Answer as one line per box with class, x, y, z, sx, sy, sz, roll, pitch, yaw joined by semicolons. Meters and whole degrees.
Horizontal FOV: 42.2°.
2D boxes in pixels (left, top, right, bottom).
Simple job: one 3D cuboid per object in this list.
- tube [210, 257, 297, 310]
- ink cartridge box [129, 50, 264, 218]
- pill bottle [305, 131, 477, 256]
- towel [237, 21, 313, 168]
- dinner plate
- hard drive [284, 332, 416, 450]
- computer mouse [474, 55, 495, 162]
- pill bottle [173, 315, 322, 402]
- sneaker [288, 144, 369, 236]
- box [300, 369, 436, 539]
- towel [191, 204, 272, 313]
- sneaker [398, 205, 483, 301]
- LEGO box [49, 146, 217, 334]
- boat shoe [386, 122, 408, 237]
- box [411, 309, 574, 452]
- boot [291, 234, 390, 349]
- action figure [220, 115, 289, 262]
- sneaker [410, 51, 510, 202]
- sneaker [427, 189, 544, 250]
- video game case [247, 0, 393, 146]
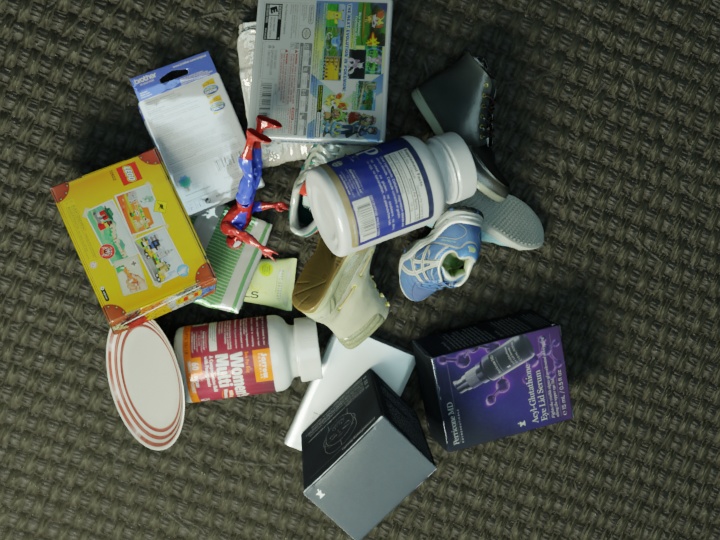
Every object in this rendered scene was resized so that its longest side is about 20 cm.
tube;-0.192;0.010;1.332;0.199;0.052;0.058;7;135;-10
ink cartridge box;-0.224;-0.185;1.277;0.119;0.042;0.201;-24;101;-12
pill bottle;0.042;-0.105;1.195;0.199;0.120;0.120;-21;103;-16
towel;-0.096;-0.249;1.291;0.132;0.034;0.201;-9;102;-2
dinner plate;-0.296;0.151;1.302;0.024;0.200;0.201;-15;107;-44
hard drive;-0.014;0.192;1.393;0.132;0.026;0.201;23;99;-9
computer mouse;0.164;-0.201;1.322;0.058;0.034;0.201;-2;101;-3
pill bottle;-0.157;0.122;1.325;0.199;0.110;0.110;-7;102;-3
sneaker;-0.044;-0.132;1.258;0.070;0.093;0.200;26;111;3
box;0.005;0.249;1.291;0.148;0.200;0.107;-44;101;6
towel;-0.238;-0.037;1.298;0.199;0.023;0.153;21;72;-8
sneaker;0.106;-0.007;1.292;0.075;0.077;0.200;11;146;-16
LEGO box;-0.298;-0.040;1.234;0.149;0.077;0.200;-23;81;-16
boat shoe;0.034;-0.142;1.312;0.067;0.057;0.201;-22;103;0
box;0.190;0.157;1.351;0.199;0.104;0.149;-15;103;-10
boot;0.000;0.000;1.306;0.200;0.072;0.155;-59;142;-12
action figure;-0.127;-0.095;1.235;0.099;0.065;0.200;26;129;1
sneaker;0.163;-0.196;1.268;0.106;0.075;0.200;-37;82;19
sneaker;0.171;-0.073;1.340;0.199;0.082;0.074;19;70;-26
video game case;-0.052;-0.266;1.234;0.182;0.022;0.201;3;81;4
